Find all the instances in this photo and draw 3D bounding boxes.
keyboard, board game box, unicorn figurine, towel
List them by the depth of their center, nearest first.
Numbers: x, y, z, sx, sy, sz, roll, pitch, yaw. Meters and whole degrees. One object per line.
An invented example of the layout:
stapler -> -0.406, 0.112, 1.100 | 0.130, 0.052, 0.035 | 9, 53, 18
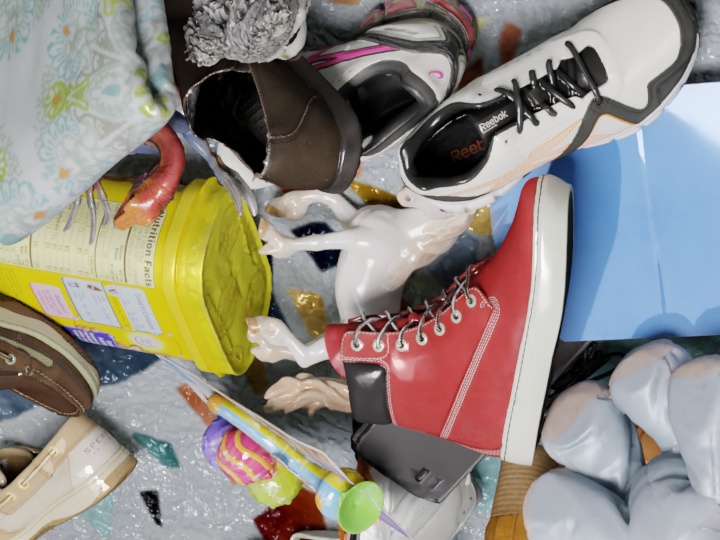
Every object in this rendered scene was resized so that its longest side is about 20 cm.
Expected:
towel -> -0.177, -0.138, 1.320 | 0.048, 0.201, 0.171 | 8, 150, -36
board game box -> 0.178, -0.040, 1.372 | 0.199, 0.039, 0.159 | -4, 110, 21
unicorn figurine -> 0.000, 0.000, 1.449 | 0.136, 0.074, 0.201 | 9, 119, 3
keyboard -> 0.090, 0.067, 1.468 | 0.104, 0.040, 0.200 | 38, 108, -14

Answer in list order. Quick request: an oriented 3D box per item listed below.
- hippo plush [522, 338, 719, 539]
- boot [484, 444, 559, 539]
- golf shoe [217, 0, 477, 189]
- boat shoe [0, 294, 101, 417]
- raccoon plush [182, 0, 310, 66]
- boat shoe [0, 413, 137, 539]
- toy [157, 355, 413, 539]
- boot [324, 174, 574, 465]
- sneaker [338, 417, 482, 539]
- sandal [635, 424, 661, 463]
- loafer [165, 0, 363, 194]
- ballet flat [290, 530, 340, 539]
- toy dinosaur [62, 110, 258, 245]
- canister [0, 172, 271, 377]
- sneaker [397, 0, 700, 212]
hippo plush -> 0.218, 0.140, 1.386 | 0.200, 0.160, 0.160 | 28, -179, 43
boot -> 0.141, 0.210, 1.470 | 0.070, 0.145, 0.201 | -13, 149, 36
golf shoe -> -0.021, -0.097, 1.375 | 0.199, 0.092, 0.073 | -30, 114, 36
boat shoe -> -0.254, 0.053, 1.472 | 0.074, 0.075, 0.202 | -7, 144, 43
raccoon plush -> -0.095, -0.204, 1.292 | 0.200, 0.134, 0.097 | 40, 130, -11
boat shoe -> -0.247, 0.159, 1.670 | 0.200, 0.074, 0.069 | -32, 98, 35
toy -> -0.061, 0.128, 1.500 | 0.200, 0.047, 0.115 | 22, 161, 48
boot -> 0.052, 0.022, 1.370 | 0.143, 0.073, 0.201 | 14, 125, 6
sneaker -> 0.042, 0.126, 1.543 | 0.091, 0.076, 0.201 | 1, 121, -14
sandal -> 0.252, 0.093, 1.434 | 0.079, 0.059, 0.206 | 44, 128, -15
loafer -> -0.077, -0.114, 1.340 | 0.200, 0.071, 0.073 | 42, 126, 40
ballet flat -> -0.050, 0.224, 1.653 | 0.199, 0.072, 0.072 | -14, 119, 26
toy dinosaur -> -0.157, -0.089, 1.354 | 0.201, 0.105, 0.181 | 56, 166, -14
canister -> -0.172, -0.008, 1.483 | 0.199, 0.087, 0.149 | 9, 151, 16
sneaker -> 0.107, -0.094, 1.308 | 0.200, 0.080, 0.074 | -35, 80, 18
